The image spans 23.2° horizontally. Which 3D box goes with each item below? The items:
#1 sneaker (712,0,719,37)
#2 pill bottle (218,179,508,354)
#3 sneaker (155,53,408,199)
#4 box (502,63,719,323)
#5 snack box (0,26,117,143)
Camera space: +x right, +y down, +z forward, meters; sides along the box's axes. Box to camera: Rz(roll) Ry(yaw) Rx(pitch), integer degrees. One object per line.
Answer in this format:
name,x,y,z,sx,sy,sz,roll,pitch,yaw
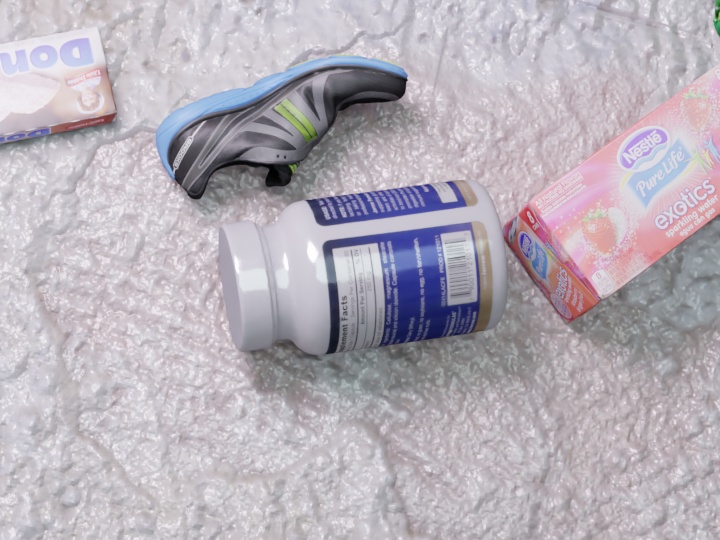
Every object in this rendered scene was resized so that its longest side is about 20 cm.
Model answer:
sneaker,0.323,-0.230,1.425,0.083,0.074,0.201,-23,83,-18
pill bottle,0.000,0.000,1.299,0.199,0.116,0.116,-7,80,-11
sneaker,-0.056,-0.109,1.340,0.199,0.071,0.083,-22,88,-9
box,0.220,-0.059,1.357,0.200,0.103,0.095,-35,86,-14
snack box,-0.288,-0.130,1.322,0.199,0.024,0.072,-12,79,-12
